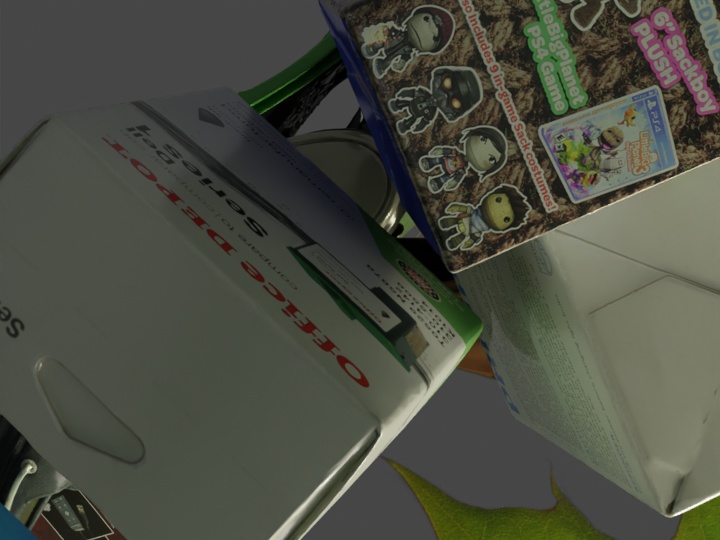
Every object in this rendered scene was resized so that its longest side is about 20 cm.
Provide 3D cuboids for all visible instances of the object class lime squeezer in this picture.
[{"bbox_3d":[0.039,-0.103,0.836,0.199,0.071,0.038,-7,122,-15],"label":"lime squeezer"}]

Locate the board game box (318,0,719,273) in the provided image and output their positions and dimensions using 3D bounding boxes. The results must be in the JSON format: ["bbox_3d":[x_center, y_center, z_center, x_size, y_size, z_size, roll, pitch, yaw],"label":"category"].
[{"bbox_3d":[0.096,-0.094,0.722,0.199,0.097,0.159,-23,-169,-1],"label":"board game box"}]

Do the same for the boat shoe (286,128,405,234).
[{"bbox_3d":[-0.042,-0.010,0.888,0.200,0.067,0.057,-31,166,38],"label":"boat shoe"}]

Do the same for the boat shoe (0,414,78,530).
[{"bbox_3d":[-0.145,0.078,0.897,0.200,0.060,0.076,-48,179,33],"label":"boat shoe"}]

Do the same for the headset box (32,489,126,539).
[{"bbox_3d":[-0.189,0.175,1.159,0.149,0.077,0.200,-35,-176,44],"label":"headset box"}]

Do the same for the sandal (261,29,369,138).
[{"bbox_3d":[0.016,-0.102,0.896,0.200,0.048,0.075,-45,175,-1],"label":"sandal"}]

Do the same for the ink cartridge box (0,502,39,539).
[{"bbox_3d":[-0.235,0.184,0.822,0.147,0.086,0.200,-49,174,31],"label":"ink cartridge box"}]

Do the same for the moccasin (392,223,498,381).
[{"bbox_3d":[-0.001,0.001,0.957,0.074,0.201,0.078,-41,133,-43],"label":"moccasin"}]

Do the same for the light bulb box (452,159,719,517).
[{"bbox_3d":[0.152,-0.014,0.810,0.198,0.125,0.200,-24,-169,-8],"label":"light bulb box"}]

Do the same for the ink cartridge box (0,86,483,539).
[{"bbox_3d":[-0.047,0.016,0.679,0.084,0.146,0.200,-48,177,13],"label":"ink cartridge box"}]
